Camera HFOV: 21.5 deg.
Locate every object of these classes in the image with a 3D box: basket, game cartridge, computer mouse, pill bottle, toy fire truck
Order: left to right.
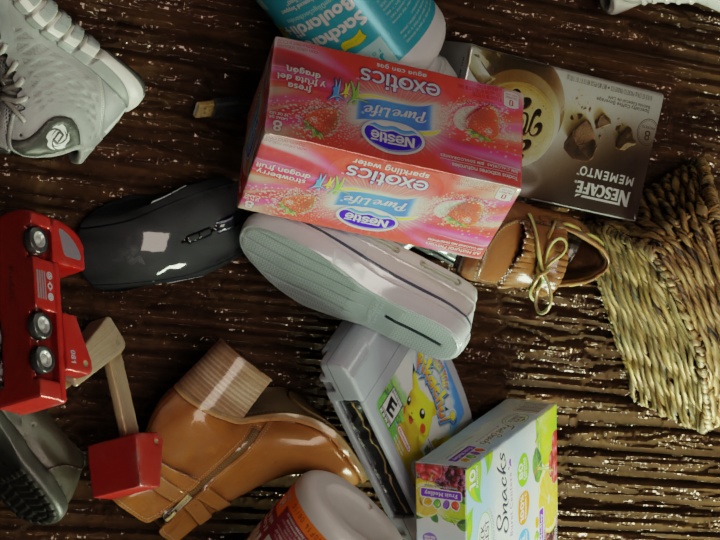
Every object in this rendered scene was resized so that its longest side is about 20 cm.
[{"bbox_3d":[-0.214,0.063,1.422,0.141,0.049,0.201,21,58,-55],"label":"toy fire truck"},{"bbox_3d":[-0.126,-0.060,1.477,0.199,0.046,0.141,-11,106,-26],"label":"computer mouse"},{"bbox_3d":[-0.064,0.265,1.511,0.109,0.110,0.200,33,106,-29],"label":"pill bottle"},{"bbox_3d":[-0.007,-0.205,1.475,0.111,0.111,0.200,-47,116,-12],"label":"pill bottle"},{"bbox_3d":[0.038,0.114,1.569,0.201,0.040,0.134,65,35,-28],"label":"game cartridge"},{"bbox_3d":[0.308,0.021,1.669,0.148,0.143,0.201,-28,112,-20],"label":"basket"}]

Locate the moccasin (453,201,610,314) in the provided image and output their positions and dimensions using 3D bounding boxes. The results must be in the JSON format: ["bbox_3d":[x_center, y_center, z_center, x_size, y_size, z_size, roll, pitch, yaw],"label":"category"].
[{"bbox_3d":[0.145,-0.010,1.569,0.201,0.078,0.074,8,111,-59],"label":"moccasin"}]

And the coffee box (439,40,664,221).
[{"bbox_3d":[0.144,-0.116,1.591,0.199,0.080,0.114,11,94,-29],"label":"coffee box"}]

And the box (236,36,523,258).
[{"bbox_3d":[0.015,-0.090,1.436,0.199,0.103,0.095,12,55,-11],"label":"box"}]

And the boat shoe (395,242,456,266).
[{"bbox_3d":[0.031,-0.040,1.549,0.200,0.070,0.072,16,91,-35],"label":"boat shoe"}]

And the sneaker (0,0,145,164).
[{"bbox_3d":[-0.257,-0.146,1.377,0.200,0.075,0.116,39,84,-29],"label":"sneaker"}]

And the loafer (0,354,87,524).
[{"bbox_3d":[-0.275,0.097,1.426,0.071,0.073,0.201,-52,122,-44],"label":"loafer"}]

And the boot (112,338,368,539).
[{"bbox_3d":[-0.097,0.163,1.525,0.156,0.077,0.200,-51,132,-1],"label":"boot"}]

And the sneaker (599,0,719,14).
[{"bbox_3d":[0.249,-0.256,1.631,0.199,0.078,0.100,27,93,-20],"label":"sneaker"}]

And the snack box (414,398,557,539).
[{"bbox_3d":[0.109,0.202,1.592,0.200,0.053,0.143,-23,113,-60],"label":"snack box"}]

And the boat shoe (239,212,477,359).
[{"bbox_3d":[0.000,0.000,1.501,0.199,0.074,0.067,31,52,-9],"label":"boat shoe"}]
